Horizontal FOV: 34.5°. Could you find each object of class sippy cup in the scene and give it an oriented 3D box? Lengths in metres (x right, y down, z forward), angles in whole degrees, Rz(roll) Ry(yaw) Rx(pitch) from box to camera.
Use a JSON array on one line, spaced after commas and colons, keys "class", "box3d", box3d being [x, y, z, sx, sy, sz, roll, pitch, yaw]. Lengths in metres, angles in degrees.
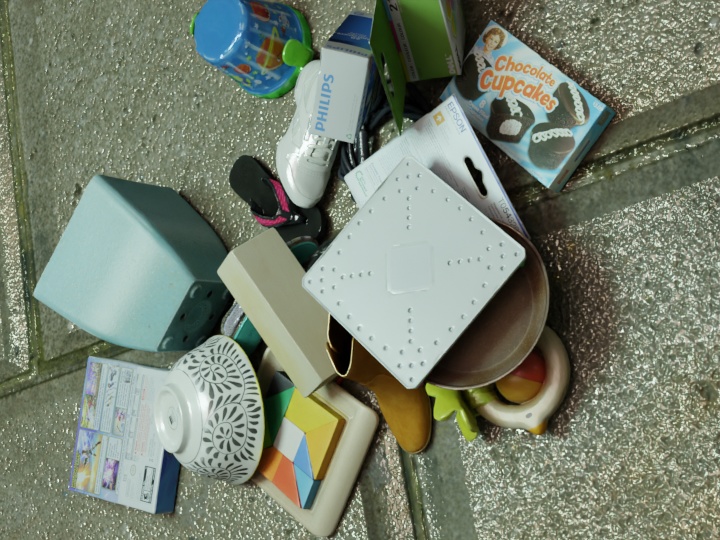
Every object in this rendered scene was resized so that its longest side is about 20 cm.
[{"class": "sippy cup", "box3d": [-0.158, -0.320, 1.607, 0.176, 0.130, 0.142, -20, 72, 31]}]

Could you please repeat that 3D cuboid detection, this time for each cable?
[{"class": "cable", "box3d": [0.046, -0.139, 1.488, 0.163, 0.051, 0.201, -43, 62, 22]}]

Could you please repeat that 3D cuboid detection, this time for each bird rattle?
[{"class": "bird rattle", "box3d": [0.170, 0.108, 1.362, 0.161, 0.113, 0.203, 20, 81, 23]}]

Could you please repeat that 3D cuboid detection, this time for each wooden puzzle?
[{"class": "wooden puzzle", "box3d": [-0.084, 0.221, 1.525, 0.199, 0.037, 0.188, 30, 104, 33]}]

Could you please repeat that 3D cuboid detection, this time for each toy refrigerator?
[{"class": "toy refrigerator", "box3d": [-0.092, 0.055, 1.480, 0.201, 0.075, 0.070, 54, 145, 7]}]

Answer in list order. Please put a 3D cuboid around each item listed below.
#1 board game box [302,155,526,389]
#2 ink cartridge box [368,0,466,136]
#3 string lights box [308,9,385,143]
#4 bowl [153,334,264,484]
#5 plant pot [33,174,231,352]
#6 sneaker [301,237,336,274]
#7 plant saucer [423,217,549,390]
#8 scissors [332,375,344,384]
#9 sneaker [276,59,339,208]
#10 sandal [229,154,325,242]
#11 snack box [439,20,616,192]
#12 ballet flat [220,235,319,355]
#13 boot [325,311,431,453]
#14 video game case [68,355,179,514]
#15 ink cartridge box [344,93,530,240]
[{"class": "board game box", "box3d": [0.060, 0.001, 1.324, 0.200, 0.026, 0.201, 42, 92, 28]}, {"class": "ink cartridge box", "box3d": [0.072, -0.283, 1.380, 0.074, 0.149, 0.202, -5, 48, 16]}, {"class": "string lights box", "box3d": [-0.010, -0.236, 1.387, 0.058, 0.201, 0.104, 13, 116, 4]}, {"class": "bowl", "box3d": [-0.217, 0.193, 1.551, 0.199, 0.093, 0.205, 12, 104, 53]}, {"class": "plant pot", "box3d": [-0.292, 0.010, 1.621, 0.199, 0.196, 0.198, 35, 103, 23]}, {"class": "sneaker", "box3d": [0.000, 0.000, 1.455, 0.074, 0.079, 0.199, -50, 19, -22]}, {"class": "plant saucer", "box3d": [0.122, 0.039, 1.318, 0.197, 0.037, 0.204, -7, 71, 21]}, {"class": "scissors", "box3d": [0.005, 0.111, 1.504, 0.197, 0.014, 0.075, -9, 77, 32]}, {"class": "sneaker", "box3d": [-0.059, -0.185, 1.536, 0.099, 0.074, 0.204, 4, 85, 63]}, {"class": "sandal", "box3d": [-0.126, -0.094, 1.602, 0.199, 0.045, 0.076, 39, 105, 32]}, {"class": "snack box", "box3d": [0.198, -0.200, 1.400, 0.200, 0.037, 0.117, 44, 107, 31]}, {"class": "ballet flat", "box3d": [-0.131, 0.023, 1.579, 0.072, 0.072, 0.202, 44, 106, 31]}, {"class": "boot", "box3d": [0.016, 0.130, 1.406, 0.070, 0.143, 0.205, -18, 81, 28]}, {"class": "video game case", "box3d": [-0.338, 0.238, 1.698, 0.179, 0.045, 0.204, 6, 86, 34]}, {"class": "ink cartridge box", "box3d": [0.096, -0.078, 1.409, 0.199, 0.043, 0.199, -33, 79, 35]}]
